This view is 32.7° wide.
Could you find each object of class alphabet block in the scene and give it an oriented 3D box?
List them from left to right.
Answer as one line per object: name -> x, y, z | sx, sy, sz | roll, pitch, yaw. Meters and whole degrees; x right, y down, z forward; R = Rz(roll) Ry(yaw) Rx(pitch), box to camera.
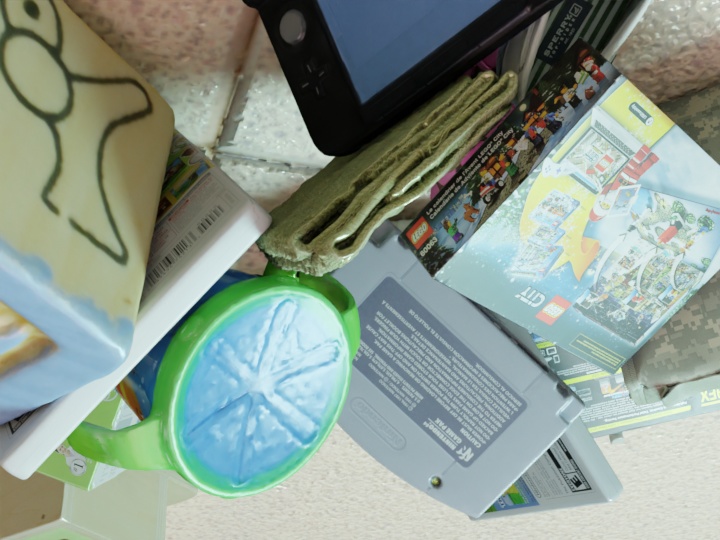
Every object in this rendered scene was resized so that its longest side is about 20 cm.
alphabet block -> -0.242, -0.042, 0.687 | 0.196, 0.200, 0.195 | -23, 131, 25

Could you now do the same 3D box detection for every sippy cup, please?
sippy cup -> -0.096, 0.053, 0.765 | 0.178, 0.140, 0.130 | 14, -172, -44

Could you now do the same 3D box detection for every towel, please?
towel -> 0.007, -0.051, 0.691 | 0.037, 0.148, 0.200 | 51, 170, -10

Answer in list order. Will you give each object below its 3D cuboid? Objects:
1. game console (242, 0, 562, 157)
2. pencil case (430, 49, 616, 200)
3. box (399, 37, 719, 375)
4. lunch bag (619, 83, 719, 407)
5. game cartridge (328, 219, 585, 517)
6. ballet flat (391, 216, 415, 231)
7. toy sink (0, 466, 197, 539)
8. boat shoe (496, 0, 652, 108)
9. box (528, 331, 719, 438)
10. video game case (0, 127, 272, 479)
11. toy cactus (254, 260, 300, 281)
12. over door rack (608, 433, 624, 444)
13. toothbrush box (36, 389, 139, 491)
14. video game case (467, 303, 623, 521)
game console -> -0.013, -0.174, 0.618 | 0.200, 0.171, 0.118 | -33, 163, 37
pencil case -> 0.097, -0.087, 0.787 | 0.091, 0.094, 0.200 | 37, 152, 17
box -> 0.131, -0.025, 0.678 | 0.137, 0.038, 0.200 | -47, 139, 14
lunch bag -> 0.238, -0.013, 0.802 | 0.164, 0.200, 0.118 | -17, 145, 19
game cartridge -> 0.044, 0.075, 0.880 | 0.200, 0.041, 0.133 | 43, 97, -2
ballet flat -> 0.000, 0.000, 0.930 | 0.200, 0.071, 0.071 | -26, 141, 30
toy sink -> -0.273, 0.252, 1.240 | 0.130, 0.112, 0.200 | -21, 143, 25
boat shoe -> 0.134, -0.162, 0.620 | 0.073, 0.067, 0.200 | 17, 116, -10
box -> 0.209, 0.043, 0.946 | 0.199, 0.044, 0.161 | -14, 115, 8
video game case -> -0.157, 0.008, 0.746 | 0.200, 0.182, 0.023 | -47, 122, -2
toy cactus -> -0.121, 0.023, 0.905 | 0.200, 0.102, 0.165 | -21, 144, 14
over door rack -> 0.154, 0.088, 1.066 | 0.147, 0.067, 0.200 | -7, 144, 5
toothbrush box -> -0.260, 0.081, 0.898 | 0.200, 0.086, 0.146 | 19, 177, 2
video game case -> 0.093, 0.104, 0.970 | 0.022, 0.200, 0.182 | -35, -175, -34
